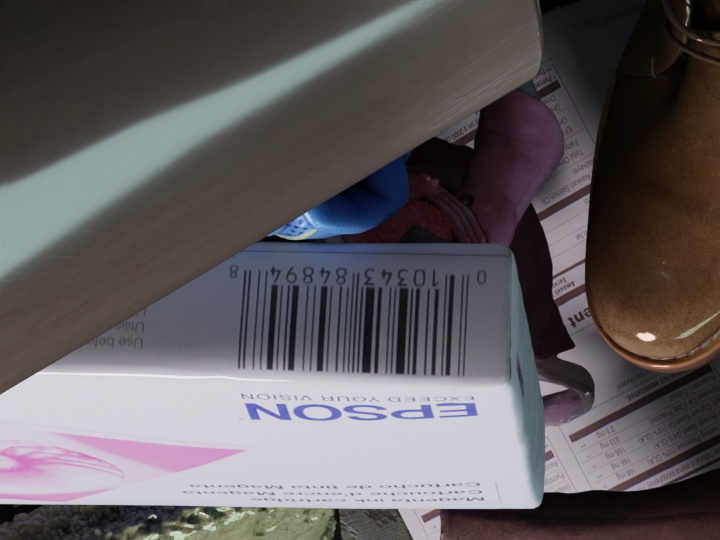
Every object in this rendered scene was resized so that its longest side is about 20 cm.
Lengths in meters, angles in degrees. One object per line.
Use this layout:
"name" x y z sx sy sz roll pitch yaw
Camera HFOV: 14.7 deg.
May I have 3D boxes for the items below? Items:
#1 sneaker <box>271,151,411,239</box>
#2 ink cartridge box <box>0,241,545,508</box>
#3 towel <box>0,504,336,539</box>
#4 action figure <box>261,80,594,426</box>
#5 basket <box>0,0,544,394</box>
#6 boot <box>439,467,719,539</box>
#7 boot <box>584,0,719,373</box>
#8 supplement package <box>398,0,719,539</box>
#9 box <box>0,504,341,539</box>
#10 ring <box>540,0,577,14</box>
"sneaker" -0.050 -0.041 0.693 0.076 0.105 0.200 -16 169 -43
"ink cartridge box" -0.049 0.039 0.766 0.195 0.044 0.200 0 162 7
"towel" -0.095 0.105 0.915 0.199 0.037 0.148 -23 162 -14
"action figure" 0.000 0.000 0.817 0.133 0.150 0.200 -19 -177 -1
"basket" -0.078 -0.042 0.524 0.199 0.136 0.180 -27 168 -6
"boot" 0.112 0.116 0.891 0.166 0.073 0.200 2 149 11
"boot" 0.102 -0.068 0.812 0.073 0.201 0.075 19 -174 25
"supplement package" 0.092 0.018 1.004 0.150 0.201 0.152 -30 175 33
"box" -0.090 0.094 1.113 0.047 0.194 0.200 13 153 -41
"ring" 0.015 -0.067 1.051 0.200 0.019 0.200 -24 173 -3
